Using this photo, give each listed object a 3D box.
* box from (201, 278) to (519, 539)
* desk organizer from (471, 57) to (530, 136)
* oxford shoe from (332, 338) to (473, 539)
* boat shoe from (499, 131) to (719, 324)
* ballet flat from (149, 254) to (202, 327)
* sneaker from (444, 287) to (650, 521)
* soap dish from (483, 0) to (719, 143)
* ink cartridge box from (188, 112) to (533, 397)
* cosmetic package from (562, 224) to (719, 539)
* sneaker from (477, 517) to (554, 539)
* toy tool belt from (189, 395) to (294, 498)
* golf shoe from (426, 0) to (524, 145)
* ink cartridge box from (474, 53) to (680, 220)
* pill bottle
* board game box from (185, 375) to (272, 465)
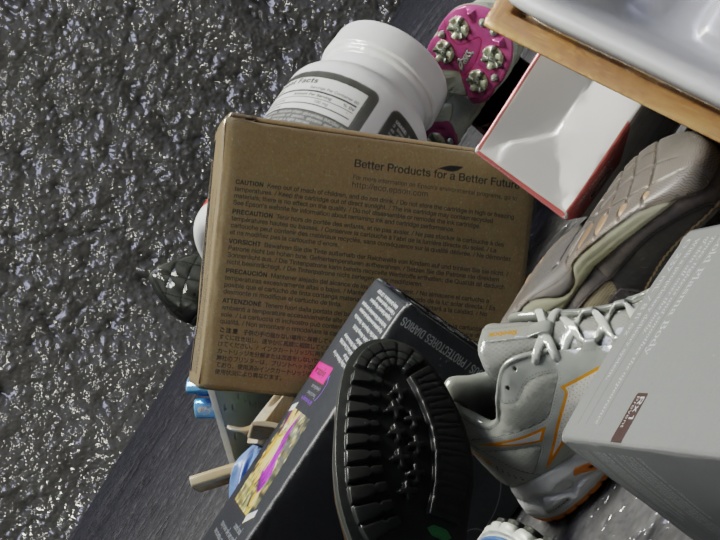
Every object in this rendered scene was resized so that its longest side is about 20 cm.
[{"bbox_3d":[0.009,0.124,0.887,0.201,0.122,0.106,-56,11,2],"label":"box"},{"bbox_3d":[0.135,-0.116,1.197,0.072,0.077,0.200,-55,9,7],"label":"desk organizer"},{"bbox_3d":[0.015,0.134,0.761,0.084,0.072,0.202,130,138,-62],"label":"oxford shoe"},{"bbox_3d":[0.142,-0.002,0.792,0.075,0.073,0.200,-54,1,-27],"label":"boat shoe"},{"bbox_3d":[-0.079,-0.033,1.197,0.200,0.057,0.066,-44,-1,-35],"label":"ballet flat"},{"bbox_3d":[0.108,0.045,0.742,0.200,0.092,0.076,-47,12,41],"label":"sneaker"},{"bbox_3d":[0.180,-0.133,0.719,0.158,0.199,0.081,-57,-27,-3],"label":"soap dish"},{"bbox_3d":[0.000,0.000,0.970,0.075,0.197,0.167,173,104,-79],"label":"ink cartridge box"},{"bbox_3d":[0.156,0.042,0.527,0.107,0.090,0.200,-55,6,-12],"label":"cosmetic package"},{"bbox_3d":[0.073,0.156,0.595,0.090,0.078,0.200,-55,9,-8],"label":"sneaker"},{"bbox_3d":[-0.040,0.144,1.034,0.200,0.121,0.127,150,127,-70],"label":"toy tool belt"},{"bbox_3d":[0.072,-0.142,1.193,0.092,0.075,0.200,-44,1,-42],"label":"golf shoe"},{"bbox_3d":[0.145,-0.098,0.900,0.117,0.067,0.200,-57,-14,14],"label":"ink cartridge box"},{"bbox_3d":[-0.022,-0.073,1.093,0.201,0.115,0.116,-58,9,-29],"label":"pill bottle"},{"bbox_3d":[-0.075,0.115,1.219,0.026,0.202,0.201,-5,28,16],"label":"board game box"}]
